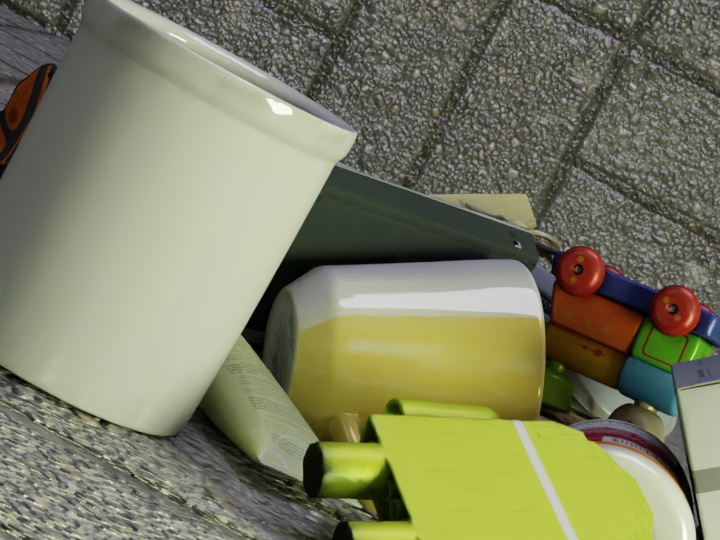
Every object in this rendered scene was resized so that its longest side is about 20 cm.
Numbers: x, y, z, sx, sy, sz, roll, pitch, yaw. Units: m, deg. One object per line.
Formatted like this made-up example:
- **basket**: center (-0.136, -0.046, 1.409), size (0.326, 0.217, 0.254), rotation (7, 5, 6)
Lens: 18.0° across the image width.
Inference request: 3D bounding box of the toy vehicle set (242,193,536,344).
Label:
- **toy vehicle set**: center (0.017, 0.000, 1.646), size (0.124, 0.200, 0.027), rotation (-2, 66, -44)

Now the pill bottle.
- **pill bottle**: center (0.147, 0.151, 1.381), size (0.113, 0.113, 0.200), rotation (28, 6, 6)

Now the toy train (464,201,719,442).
- **toy train**: center (0.137, 0.043, 1.537), size (0.200, 0.116, 0.085), rotation (23, -3, 22)

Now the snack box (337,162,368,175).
- **snack box**: center (-0.111, -0.049, 1.726), size (0.200, 0.068, 0.168), rotation (-11, -23, 42)

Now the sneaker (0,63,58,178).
- **sneaker**: center (-0.200, -0.092, 1.637), size (0.199, 0.112, 0.078), rotation (9, -9, 35)

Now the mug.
- **mug**: center (0.026, 0.063, 1.422), size (0.153, 0.150, 0.187), rotation (7, 8, -16)

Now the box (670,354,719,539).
- **box**: center (0.223, 0.157, 1.359), size (0.041, 0.201, 0.156), rotation (-12, 2, 7)

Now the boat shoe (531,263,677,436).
- **boat shoe**: center (0.136, 0.052, 1.609), size (0.200, 0.074, 0.065), rotation (43, -34, -3)

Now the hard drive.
- **hard drive**: center (0.000, 0.000, 1.491), size (0.200, 0.140, 0.033), rotation (17, 43, -38)

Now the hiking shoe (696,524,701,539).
- **hiking shoe**: center (0.296, 0.208, 1.621), size (0.076, 0.101, 0.200), rotation (24, 7, -25)

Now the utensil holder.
- **utensil holder**: center (-0.123, -0.032, 1.279), size (0.170, 0.200, 0.170), rotation (30, 6, -3)

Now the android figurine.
- **android figurine**: center (0.072, 0.131, 1.212), size (0.199, 0.041, 0.182), rotation (4, 36, -24)

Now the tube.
- **tube**: center (-0.069, 0.080, 1.355), size (0.058, 0.052, 0.200), rotation (-16, 31, -20)

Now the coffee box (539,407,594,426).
- **coffee box**: center (0.150, 0.145, 1.599), size (0.114, 0.080, 0.200), rotation (28, 6, 3)
